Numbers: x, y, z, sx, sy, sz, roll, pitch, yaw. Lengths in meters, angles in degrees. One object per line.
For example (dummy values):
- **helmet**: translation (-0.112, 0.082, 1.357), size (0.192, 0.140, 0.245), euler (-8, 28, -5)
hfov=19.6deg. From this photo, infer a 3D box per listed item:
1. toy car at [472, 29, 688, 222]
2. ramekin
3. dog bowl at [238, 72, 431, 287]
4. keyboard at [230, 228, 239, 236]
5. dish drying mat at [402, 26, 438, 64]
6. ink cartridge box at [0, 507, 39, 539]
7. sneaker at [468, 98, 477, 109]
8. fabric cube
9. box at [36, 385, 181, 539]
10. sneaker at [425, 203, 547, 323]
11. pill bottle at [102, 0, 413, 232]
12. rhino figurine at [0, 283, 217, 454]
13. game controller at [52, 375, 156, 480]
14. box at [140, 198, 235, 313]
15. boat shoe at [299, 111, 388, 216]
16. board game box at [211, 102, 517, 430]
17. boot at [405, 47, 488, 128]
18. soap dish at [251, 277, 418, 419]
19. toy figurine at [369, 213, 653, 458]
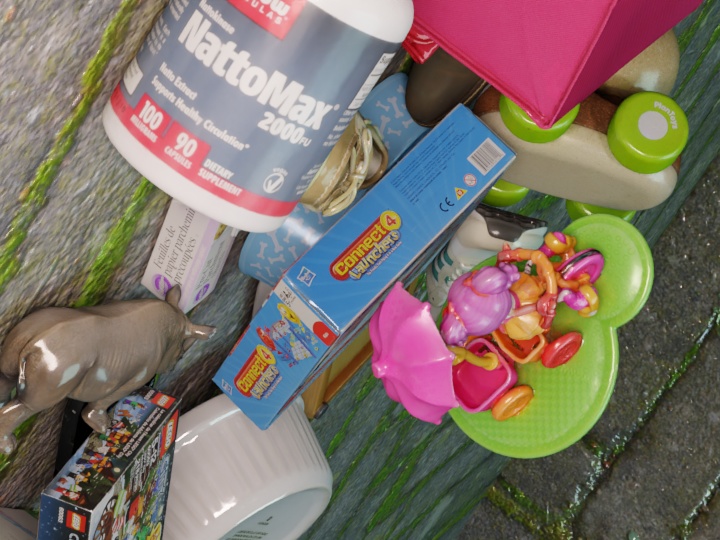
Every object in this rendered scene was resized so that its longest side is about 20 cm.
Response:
- **toy car**: translation (0.172, -0.153, 1.537), size (0.164, 0.157, 0.201), euler (114, -9, -70)
- **ramekin**: translation (-0.112, 0.185, 1.688), size (0.202, 0.094, 0.203), euler (-33, 161, -13)
- **dog bowl**: translation (-0.010, -0.061, 1.587), size (0.200, 0.050, 0.112), euler (-49, 167, -16)
- **keyboard**: translation (-0.037, -0.103, 1.356), size (0.200, 0.011, 0.056), euler (-61, -177, -41)
- **dish drying mat**: translation (0.083, -0.237, 1.401), size (0.200, 0.077, 0.018), euler (-49, -153, -8)
- **ink cartridge box**: translation (-0.265, 0.242, 1.436), size (0.146, 0.087, 0.200), euler (-53, 169, 0)
- **sneaker**: translation (0.130, -0.213, 1.614), size (0.200, 0.076, 0.114), euler (-55, 169, 27)
- **fabric cube**: translation (0.121, -0.241, 1.221), size (0.199, 0.196, 0.200), euler (-39, 163, -45)
- **box**: translation (-0.174, 0.194, 1.396), size (0.137, 0.038, 0.201), euler (-53, 158, -54)
- **sneaker**: translation (0.092, 0.001, 1.607), size (0.200, 0.070, 0.094), euler (172, -67, -82)
- **pill bottle**: translation (-0.042, -0.133, 1.122), size (0.200, 0.119, 0.120), euler (-56, 166, 16)
- **rhino figurine**: translation (-0.158, 0.054, 1.314), size (0.200, 0.060, 0.088), euler (-13, 140, -56)
- **game controller**: translation (-0.178, 0.105, 1.471), size (0.104, 0.042, 0.200), euler (-44, 165, -33)
- **box**: translation (-0.092, -0.054, 1.340), size (0.041, 0.039, 0.200), euler (-39, 162, -45)
- **boat shoe**: translation (-0.012, -0.071, 1.349), size (0.073, 0.063, 0.201), euler (-59, -177, 5)
- **board game box**: translation (0.000, 0.000, 1.473), size (0.200, 0.056, 0.196), euler (-45, 176, -30)
- **boot**: translation (0.064, -0.190, 1.488), size (0.097, 0.075, 0.201), euler (-6, 130, -53)
- **soap dish**: translation (-0.018, 0.026, 1.725), size (0.157, 0.081, 0.200), euler (-46, 167, -25)
- **toy figurine**: translation (0.090, 0.039, 1.420), size (0.200, 0.150, 0.184), euler (-47, 157, 20)
